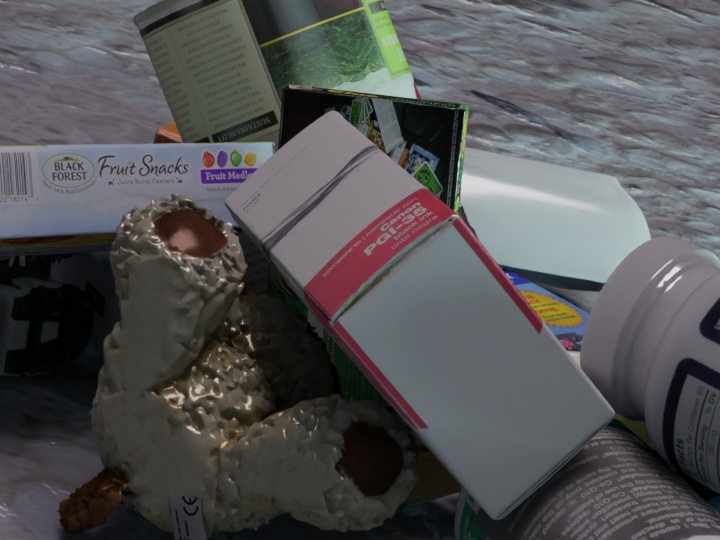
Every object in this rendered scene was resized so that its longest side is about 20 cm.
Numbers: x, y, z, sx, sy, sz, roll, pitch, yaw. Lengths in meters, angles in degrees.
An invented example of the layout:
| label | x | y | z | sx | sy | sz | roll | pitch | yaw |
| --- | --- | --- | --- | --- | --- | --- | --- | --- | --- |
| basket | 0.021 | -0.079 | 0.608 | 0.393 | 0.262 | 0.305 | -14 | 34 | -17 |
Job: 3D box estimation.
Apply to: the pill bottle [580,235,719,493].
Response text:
| label | x | y | z | sx | sy | sz | roll | pitch | yaw |
| --- | --- | --- | --- | --- | --- | --- | --- | --- | --- |
| pill bottle | 0.211 | 0.063 | 1.178 | 0.200 | 0.116 | 0.116 | 29 | 25 | 36 |

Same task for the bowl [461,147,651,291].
| label | x | y | z | sx | sy | sz | roll | pitch | yaw |
| --- | --- | --- | --- | --- | --- | --- | --- | --- | --- |
| bowl | 0.088 | -0.036 | 1.612 | 0.199 | 0.075 | 0.200 | 9 | -2 | -12 |

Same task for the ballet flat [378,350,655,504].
| label | x | y | z | sx | sy | sz | roll | pitch | yaw |
| --- | --- | --- | --- | --- | --- | --- | --- | --- | --- |
| ballet flat | 0.090 | 0.078 | 1.297 | 0.199 | 0.063 | 0.069 | -18 | 35 | 17 |

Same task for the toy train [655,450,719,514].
| label | x | y | z | sx | sy | sz | roll | pitch | yaw |
| --- | --- | --- | --- | --- | --- | --- | --- | --- | --- |
| toy train | 0.228 | 0.138 | 1.279 | 0.200 | 0.114 | 0.087 | 13 | 52 | 42 |

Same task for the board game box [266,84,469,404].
| label | x | y | z | sx | sy | sz | roll | pitch | yaw |
| --- | --- | --- | --- | --- | --- | --- | --- | --- | --- |
| board game box | 0.000 | 0.000 | 1.350 | 0.104 | 0.201 | 0.023 | 7 | 15 | 6 |

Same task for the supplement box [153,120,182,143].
| label | x | y | z | sx | sy | sz | roll | pitch | yaw |
| --- | --- | --- | --- | --- | --- | --- | --- | --- | --- |
| supplement box | -0.085 | -0.082 | 1.720 | 0.069 | 0.067 | 0.200 | 19 | 21 | 13 |

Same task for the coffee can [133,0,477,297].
| label | x | y | z | sx | sy | sz | roll | pitch | yaw |
| --- | --- | --- | --- | --- | --- | --- | --- | --- | --- |
| coffee can | -0.033 | -0.082 | 1.433 | 0.146 | 0.201 | 0.146 | -21 | 4 | 1 |

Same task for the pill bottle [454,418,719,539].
| label | x | y | z | sx | sy | sz | roll | pitch | yaw |
| --- | --- | --- | --- | --- | --- | --- | --- | --- | --- |
| pill bottle | 0.136 | 0.159 | 1.175 | 0.113 | 0.114 | 0.200 | 4 | 22 | -27 |

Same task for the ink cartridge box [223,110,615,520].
| label | x | y | z | sx | sy | sz | roll | pitch | yaw |
| --- | --- | --- | --- | --- | --- | --- | --- | --- | --- |
| ink cartridge box | 0.025 | 0.016 | 1.219 | 0.147 | 0.083 | 0.200 | 50 | -1 | -26 |

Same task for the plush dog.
| label | x | y | z | sx | sy | sz | roll | pitch | yaw |
| --- | --- | --- | --- | --- | --- | --- | --- | --- | --- |
| plush dog | -0.064 | 0.070 | 1.249 | 0.200 | 0.160 | 0.172 | 49 | 22 | 8 |

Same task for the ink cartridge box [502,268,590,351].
| label | x | y | z | sx | sy | sz | roll | pitch | yaw |
| --- | --- | --- | --- | --- | --- | --- | --- | --- | --- |
| ink cartridge box | 0.087 | 0.064 | 1.447 | 0.200 | 0.077 | 0.136 | 27 | 24 | 35 |

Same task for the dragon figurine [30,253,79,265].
| label | x | y | z | sx | sy | sz | roll | pitch | yaw |
| --- | --- | --- | --- | --- | --- | --- | --- | --- | --- |
| dragon figurine | -0.255 | -0.027 | 1.432 | 0.199 | 0.059 | 0.099 | -8 | -17 | 29 |

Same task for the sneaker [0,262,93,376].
| label | x | y | z | sx | sy | sz | roll | pitch | yaw |
| --- | --- | --- | --- | --- | --- | --- | --- | --- | --- |
| sneaker | -0.251 | 0.026 | 1.336 | 0.200 | 0.067 | 0.090 | -4 | 21 | -43 |

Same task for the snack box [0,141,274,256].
| label | x | y | z | sx | sy | sz | roll | pitch | yaw |
| --- | --- | --- | --- | --- | --- | --- | --- | --- | --- |
| snack box | -0.164 | -0.037 | 1.307 | 0.199 | 0.053 | 0.142 | -3 | -2 | -39 |

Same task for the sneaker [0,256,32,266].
| label | x | y | z | sx | sy | sz | roll | pitch | yaw |
| --- | --- | --- | --- | --- | --- | --- | --- | --- | --- |
| sneaker | -0.214 | -0.029 | 1.507 | 0.199 | 0.077 | 0.085 | 8 | 29 | 5 |

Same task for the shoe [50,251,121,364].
| label | x | y | z | sx | sy | sz | roll | pitch | yaw |
| --- | --- | --- | --- | --- | --- | --- | --- | --- | --- |
| shoe | -0.108 | 0.027 | 1.412 | 0.091 | 0.072 | 0.200 | 0 | 21 | -26 |
